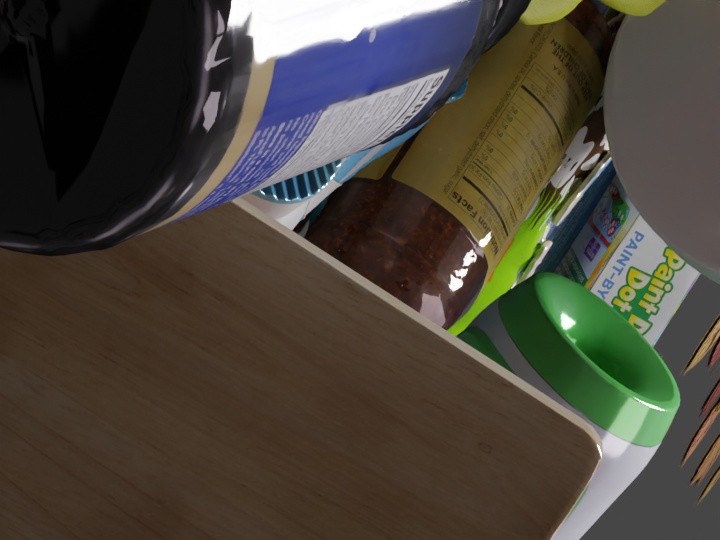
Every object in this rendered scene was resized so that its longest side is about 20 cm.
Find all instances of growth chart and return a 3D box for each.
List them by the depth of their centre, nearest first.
[{"bbox_3d":[0.078,-0.038,1.112,0.201,0.018,0.145,-59,165,16],"label":"growth chart"}]

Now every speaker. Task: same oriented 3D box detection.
[{"bbox_3d":[0.030,0.097,1.080,0.200,0.088,0.088,-50,169,20],"label":"speaker"}]

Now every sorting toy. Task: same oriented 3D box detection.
[{"bbox_3d":[-0.066,0.072,0.779,0.200,0.199,0.070,-58,176,8],"label":"sorting toy"}]

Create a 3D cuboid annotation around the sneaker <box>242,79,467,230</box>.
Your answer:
[{"bbox_3d":[-0.030,-0.052,0.893,0.081,0.077,0.200,-37,-179,29],"label":"sneaker"}]

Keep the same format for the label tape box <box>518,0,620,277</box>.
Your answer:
[{"bbox_3d":[0.060,-0.066,1.152,0.145,0.063,0.200,-59,164,11],"label":"label tape box"}]

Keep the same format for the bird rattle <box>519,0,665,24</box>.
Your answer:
[{"bbox_3d":[0.046,-0.176,0.874,0.164,0.112,0.200,-63,156,-21],"label":"bird rattle"}]

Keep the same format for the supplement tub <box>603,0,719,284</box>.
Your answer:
[{"bbox_3d":[0.172,-0.060,1.044,0.141,0.140,0.200,-59,166,12],"label":"supplement tub"}]

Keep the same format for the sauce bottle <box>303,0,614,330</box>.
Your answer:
[{"bbox_3d":[0.018,-0.016,0.973,0.201,0.066,0.066,-56,167,-24],"label":"sauce bottle"}]

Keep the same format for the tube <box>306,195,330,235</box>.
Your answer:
[{"bbox_3d":[0.000,0.000,1.030,0.077,0.050,0.202,23,74,-80],"label":"tube"}]

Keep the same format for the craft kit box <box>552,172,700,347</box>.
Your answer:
[{"bbox_3d":[0.101,-0.005,1.295,0.198,0.048,0.200,-56,-167,12],"label":"craft kit box"}]

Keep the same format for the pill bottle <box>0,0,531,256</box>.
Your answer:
[{"bbox_3d":[-0.032,-0.077,0.709,0.200,0.112,0.112,-25,147,-59],"label":"pill bottle"}]
